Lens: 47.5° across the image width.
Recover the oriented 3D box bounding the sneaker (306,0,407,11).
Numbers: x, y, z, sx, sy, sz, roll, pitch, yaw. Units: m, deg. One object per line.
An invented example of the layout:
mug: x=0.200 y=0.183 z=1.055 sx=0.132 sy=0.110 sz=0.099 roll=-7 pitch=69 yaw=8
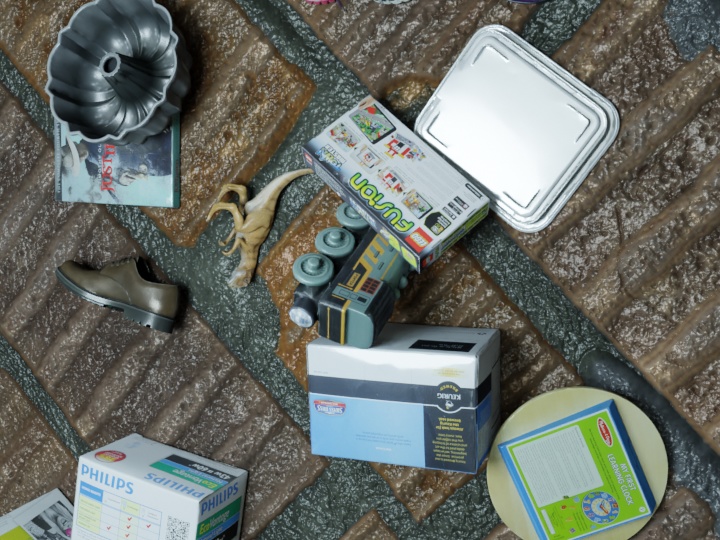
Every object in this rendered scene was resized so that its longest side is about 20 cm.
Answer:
sneaker: x=-0.005 y=-0.345 z=0.937 sx=0.198 sy=0.075 sz=0.082 roll=-3 pitch=96 yaw=25

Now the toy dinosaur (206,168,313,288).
toy dinosaur: x=-0.132 y=-0.075 z=1.044 sx=0.105 sy=0.061 sz=0.201 roll=26 pitch=112 yaw=-8

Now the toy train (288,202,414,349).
toy train: x=0.000 y=0.000 z=0.926 sx=0.113 sy=0.201 sz=0.086 roll=21 pitch=137 yaw=15

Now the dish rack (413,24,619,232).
dish rack: x=0.164 y=-0.159 z=0.913 sx=0.200 sy=0.043 sz=0.172 roll=41 pitch=110 yaw=14

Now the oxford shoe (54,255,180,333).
oxford shoe: x=-0.328 y=0.016 z=1.124 sx=0.198 sy=0.073 sz=0.085 roll=19 pitch=87 yaw=16

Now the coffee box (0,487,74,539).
coffee box: x=-0.482 y=0.478 z=1.159 sx=0.198 sy=0.200 sz=0.200 roll=42 pitch=109 yaw=12

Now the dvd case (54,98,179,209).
dvd case: x=-0.336 y=-0.163 z=1.124 sx=0.198 sy=0.022 sz=0.148 roll=6 pitch=98 yaw=22

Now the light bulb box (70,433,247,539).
light bulb box: x=-0.274 y=0.353 z=1.102 sx=0.196 sy=0.125 sz=0.203 roll=13 pitch=100 yaw=21

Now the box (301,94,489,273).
box: x=0.037 y=-0.103 z=0.927 sx=0.110 sy=0.035 sz=0.200 roll=-39 pitch=67 yaw=-14

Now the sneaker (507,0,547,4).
sneaker: x=0.133 y=-0.342 z=0.844 sx=0.198 sy=0.088 sz=0.075 roll=27 pitch=97 yaw=-13

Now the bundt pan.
bundt pan: x=-0.301 y=-0.251 z=1.054 sx=0.199 sy=0.076 sz=0.205 roll=-3 pitch=80 yaw=19

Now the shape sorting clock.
shape sorting clock: x=0.239 y=0.223 z=0.908 sx=0.197 sy=0.039 sz=0.203 roll=2 pitch=106 yaw=7

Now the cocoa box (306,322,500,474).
cocoa box: x=0.054 y=0.140 z=0.941 sx=0.198 sy=0.133 sz=0.133 roll=2 pitch=99 yaw=21
